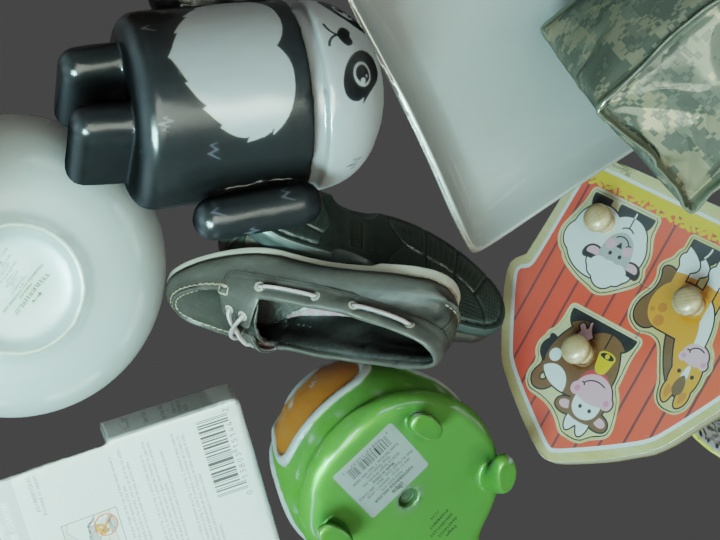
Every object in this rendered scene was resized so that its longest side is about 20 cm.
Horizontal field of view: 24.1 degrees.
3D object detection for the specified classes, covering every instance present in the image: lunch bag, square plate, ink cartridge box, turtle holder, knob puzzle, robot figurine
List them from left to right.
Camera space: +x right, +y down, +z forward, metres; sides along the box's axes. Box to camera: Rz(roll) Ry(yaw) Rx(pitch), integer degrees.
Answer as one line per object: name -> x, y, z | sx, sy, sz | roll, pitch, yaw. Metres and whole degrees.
ink cartridge box -> -0.143, 0.197, 1.143 | 0.176, 0.045, 0.200 | -18, 107, -11
robot figurine -> -0.084, -0.104, 1.037 | 0.200, 0.125, 0.150 | -7, 104, -16
turtle holder -> 0.024, 0.128, 1.120 | 0.185, 0.132, 0.141 | 13, 108, -35
square plate -> 0.108, -0.145, 1.116 | 0.200, 0.028, 0.198 | -33, 109, -15
knob puzzle -> 0.168, 0.036, 1.109 | 0.220, 0.220, 0.030 | -58, 144, 5
lunch bag -> 0.229, -0.158, 1.031 | 0.200, 0.164, 0.118 | -43, 113, 12

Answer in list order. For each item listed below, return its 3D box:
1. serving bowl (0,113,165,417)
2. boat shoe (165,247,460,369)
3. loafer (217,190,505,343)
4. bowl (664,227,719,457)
serving bowl -> -0.219, 0.004, 1.065 | 0.200, 0.066, 0.200 | -3, 104, -13
boat shoe -> -0.036, 0.028, 1.074 | 0.200, 0.057, 0.067 | 2, 141, 16
loafer -> 0.000, 0.000, 1.129 | 0.200, 0.072, 0.063 | 25, 137, -17
bowl -> 0.289, 0.033, 1.181 | 0.201, 0.094, 0.201 | -2, 103, -9
